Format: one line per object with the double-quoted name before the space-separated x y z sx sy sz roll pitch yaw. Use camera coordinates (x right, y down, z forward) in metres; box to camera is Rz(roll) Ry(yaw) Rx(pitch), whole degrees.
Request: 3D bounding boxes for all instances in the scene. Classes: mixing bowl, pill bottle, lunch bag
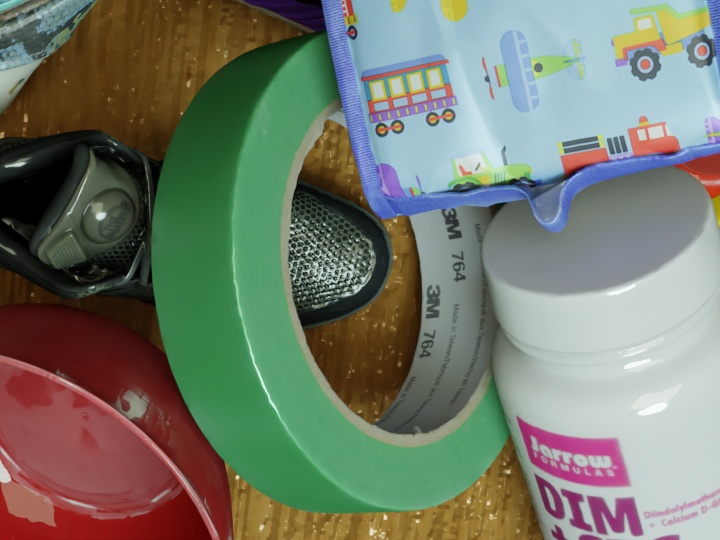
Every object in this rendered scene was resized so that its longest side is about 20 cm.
"mixing bowl" -0.132 0.090 0.750 0.198 0.109 0.201 7 121 12
"pill bottle" 0.120 0.062 0.758 0.113 0.114 0.201 -23 122 -5
"lunch bag" 0.061 -0.115 0.676 0.149 0.094 0.202 -10 84 16

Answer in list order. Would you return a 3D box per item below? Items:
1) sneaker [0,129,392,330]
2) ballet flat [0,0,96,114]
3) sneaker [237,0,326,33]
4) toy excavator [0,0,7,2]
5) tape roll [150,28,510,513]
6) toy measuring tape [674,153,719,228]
"sneaker" -0.079 -0.013 0.769 0.198 0.114 0.077 14 93 -10
"ballet flat" -0.191 -0.090 0.781 0.199 0.074 0.075 -19 95 -2
"sneaker" -0.019 -0.137 0.774 0.199 0.100 0.070 14 93 -7
"toy excavator" -0.192 -0.152 0.701 0.198 0.100 0.195 -2 133 -22
"tape roll" 0.000 0.000 0.749 0.200 0.048 0.202 10 77 -49
"toy measuring tape" 0.175 -0.038 0.829 0.198 0.073 0.074 -3 93 -23
